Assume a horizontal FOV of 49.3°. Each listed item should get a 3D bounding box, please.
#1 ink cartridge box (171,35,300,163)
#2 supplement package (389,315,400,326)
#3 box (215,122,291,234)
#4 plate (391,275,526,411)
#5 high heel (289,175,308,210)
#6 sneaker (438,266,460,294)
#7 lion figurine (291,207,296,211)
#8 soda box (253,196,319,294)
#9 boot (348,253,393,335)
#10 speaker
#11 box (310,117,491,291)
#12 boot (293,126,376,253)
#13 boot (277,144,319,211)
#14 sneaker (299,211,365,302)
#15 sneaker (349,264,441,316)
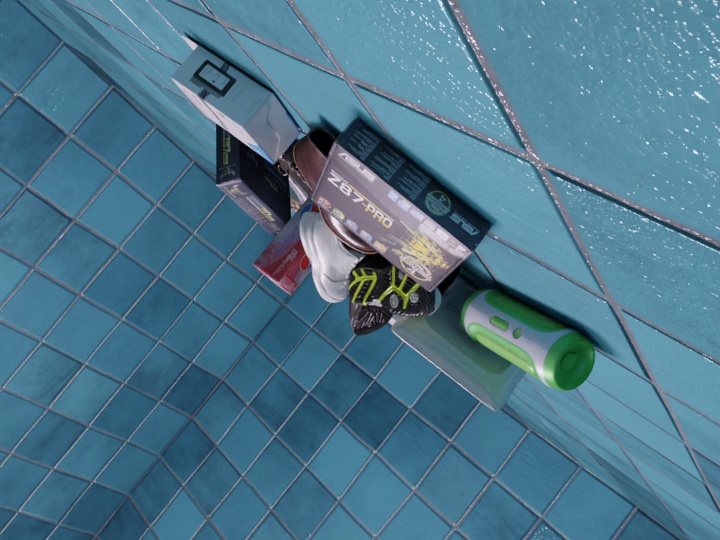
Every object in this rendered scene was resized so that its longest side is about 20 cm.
[{"bbox_3d":[-0.196,-0.253,1.157,0.200,0.068,0.116,37,175,25],"label":"ink cartridge box"},{"bbox_3d":[0.112,0.077,1.632,0.200,0.114,0.110,44,172,-37],"label":"supplement package"},{"bbox_3d":[-0.185,-0.175,1.375,0.200,0.051,0.158,47,-145,-59],"label":"box"},{"bbox_3d":[0.176,0.095,1.204,0.200,0.200,0.032,37,132,14],"label":"plate"},{"bbox_3d":[-0.144,-0.154,1.632,0.143,0.071,0.200,48,163,-25],"label":"high heel"},{"bbox_3d":[0.085,-0.035,1.154,0.104,0.060,0.200,38,172,22],"label":"sneaker"},{"bbox_3d":[-0.066,-0.099,1.699,0.122,0.072,0.200,26,-158,-51],"label":"lion figurine"},{"bbox_3d":[-0.097,-0.060,1.402,0.070,0.200,0.063,36,174,26],"label":"soda box"},{"bbox_3d":[0.002,-0.001,1.378,0.211,0.079,0.158,100,151,-47],"label":"boot"},{"bbox_3d":[0.227,0.092,1.086,0.088,0.088,0.200,42,174,-35],"label":"speaker"},{"bbox_3d":[0.042,-0.072,0.943,0.200,0.049,0.161,39,155,0],"label":"box"},{"bbox_3d":[-0.022,-0.105,1.091,0.200,0.072,0.166,52,172,-8],"label":"boot"},{"bbox_3d":[-0.092,-0.160,1.265,0.174,0.069,0.200,45,170,-9],"label":"boot"},{"bbox_3d":[-0.031,-0.016,1.251,0.088,0.075,0.200,-3,143,12],"label":"sneaker"},{"bbox_3d":[0.062,0.026,1.185,0.076,0.075,0.200,1,-173,-33],"label":"sneaker"}]
